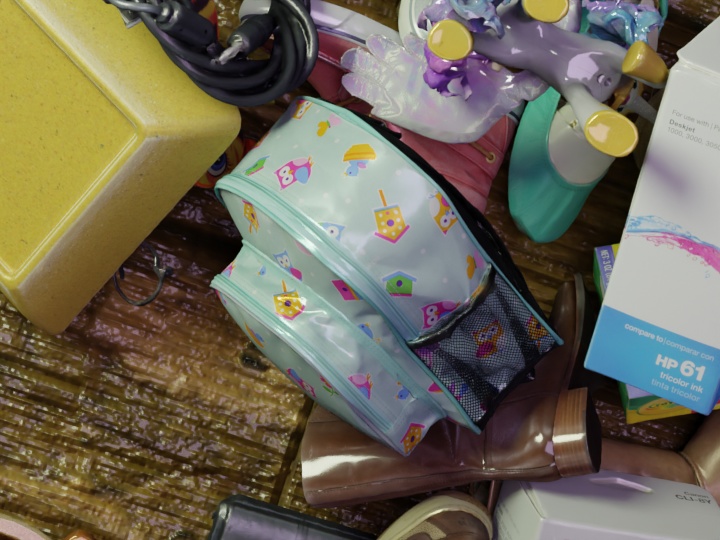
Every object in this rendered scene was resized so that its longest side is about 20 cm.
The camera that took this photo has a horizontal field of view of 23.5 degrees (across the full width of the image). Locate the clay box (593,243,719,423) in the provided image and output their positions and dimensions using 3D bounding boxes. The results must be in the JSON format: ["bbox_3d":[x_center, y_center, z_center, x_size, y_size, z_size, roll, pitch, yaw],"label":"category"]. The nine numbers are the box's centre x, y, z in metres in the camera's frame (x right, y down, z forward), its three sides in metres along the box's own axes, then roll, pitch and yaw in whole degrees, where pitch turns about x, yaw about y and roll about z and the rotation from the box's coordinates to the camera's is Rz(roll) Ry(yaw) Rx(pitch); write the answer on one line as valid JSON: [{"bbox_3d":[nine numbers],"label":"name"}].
[{"bbox_3d":[0.262,0.026,1.142,0.200,0.048,0.115,-10,61,2],"label":"clay box"}]

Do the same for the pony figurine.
[{"bbox_3d":[0.095,-0.131,1.003,0.193,0.200,0.167,30,100,6],"label":"pony figurine"}]

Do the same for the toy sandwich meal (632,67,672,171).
[{"bbox_3d":[0.279,-0.098,1.139,0.205,0.205,0.070,13,57,-11],"label":"toy sandwich meal"}]

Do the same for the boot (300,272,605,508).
[{"bbox_3d":[0.056,0.077,1.132,0.200,0.187,0.064,-10,121,17],"label":"boot"}]

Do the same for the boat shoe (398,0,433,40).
[{"bbox_3d":[0.097,-0.210,1.111,0.070,0.072,0.201,42,64,-6],"label":"boat shoe"}]

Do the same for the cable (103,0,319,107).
[{"bbox_3d":[-0.089,-0.191,1.017,0.163,0.051,0.200,25,42,-37],"label":"cable"}]

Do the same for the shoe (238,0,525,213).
[{"bbox_3d":[0.006,-0.105,1.120,0.200,0.071,0.091,21,81,-15],"label":"shoe"}]

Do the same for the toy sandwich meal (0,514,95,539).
[{"bbox_3d":[-0.243,0.242,1.068,0.205,0.070,0.206,0,91,-11],"label":"toy sandwich meal"}]

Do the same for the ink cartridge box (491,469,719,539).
[{"bbox_3d":[0.144,0.235,1.113,0.145,0.083,0.200,10,107,-14],"label":"ink cartridge box"}]

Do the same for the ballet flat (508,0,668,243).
[{"bbox_3d":[0.152,-0.115,1.133,0.067,0.070,0.200,26,76,-26],"label":"ballet flat"}]

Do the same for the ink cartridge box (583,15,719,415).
[{"bbox_3d":[0.213,-0.040,1.016,0.085,0.145,0.200,21,121,18],"label":"ink cartridge box"}]

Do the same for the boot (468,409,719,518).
[{"bbox_3d":[0.182,0.122,1.162,0.200,0.066,0.176,10,88,-10],"label":"boot"}]

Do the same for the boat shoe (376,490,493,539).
[{"bbox_3d":[0.008,0.225,1.095,0.200,0.072,0.072,-42,111,17],"label":"boat shoe"}]

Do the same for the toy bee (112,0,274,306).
[{"bbox_3d":[-0.114,-0.096,1.089,0.131,0.109,0.200,34,120,27],"label":"toy bee"}]

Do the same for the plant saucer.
[{"bbox_3d":[-0.203,-0.088,1.029,0.200,0.048,0.200,46,112,3],"label":"plant saucer"}]

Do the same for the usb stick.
[{"bbox_3d":[-0.006,0.198,1.141,0.200,0.033,0.056,18,93,-12],"label":"usb stick"}]

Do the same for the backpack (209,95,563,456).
[{"bbox_3d":[0.000,0.000,1.039,0.153,0.176,0.200,-40,129,-12],"label":"backpack"}]
